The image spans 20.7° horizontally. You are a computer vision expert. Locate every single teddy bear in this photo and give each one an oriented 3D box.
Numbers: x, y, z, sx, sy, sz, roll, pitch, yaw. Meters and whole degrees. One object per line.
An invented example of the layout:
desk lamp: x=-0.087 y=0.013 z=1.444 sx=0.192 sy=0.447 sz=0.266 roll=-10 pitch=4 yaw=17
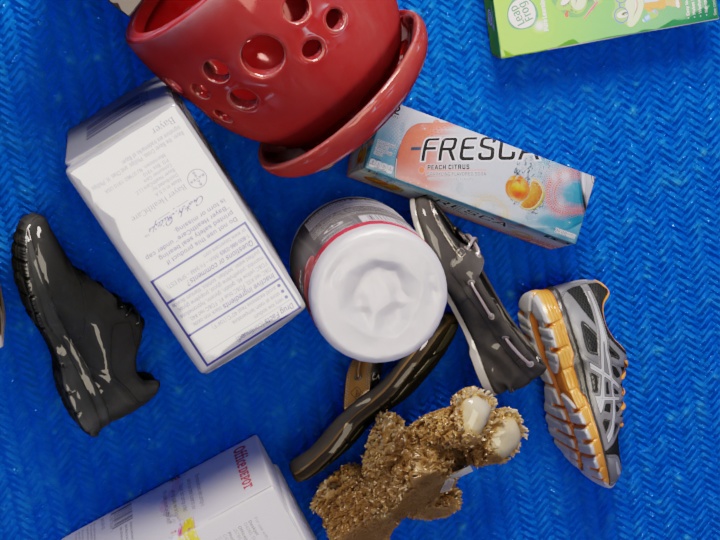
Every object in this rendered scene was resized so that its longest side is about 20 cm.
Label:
teddy bear: x=0.050 y=0.167 z=1.722 sx=0.145 sy=0.067 sz=0.200 roll=13 pitch=131 yaw=-41

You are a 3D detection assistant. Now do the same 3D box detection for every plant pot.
plant pot: x=-0.057 y=-0.192 z=1.580 sx=0.200 sy=0.200 sz=0.182 roll=-46 pitch=113 yaw=3

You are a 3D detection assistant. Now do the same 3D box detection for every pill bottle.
pill bottle: x=0.000 y=0.000 z=1.625 sx=0.111 sy=0.200 sz=0.111 roll=-2 pitch=102 yaw=-9

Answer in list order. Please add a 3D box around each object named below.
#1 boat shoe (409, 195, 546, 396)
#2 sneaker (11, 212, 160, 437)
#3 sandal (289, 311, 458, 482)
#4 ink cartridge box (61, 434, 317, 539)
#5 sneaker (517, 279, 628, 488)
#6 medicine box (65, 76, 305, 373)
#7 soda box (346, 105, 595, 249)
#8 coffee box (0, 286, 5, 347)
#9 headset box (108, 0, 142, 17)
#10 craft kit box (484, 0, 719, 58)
boat shoe: x=0.101 y=0.016 z=1.691 sx=0.057 sy=0.067 sz=0.200 roll=-21 pitch=113 yaw=9
sneaker: x=-0.234 y=0.037 z=1.671 sx=0.091 sy=0.076 sz=0.200 roll=-24 pitch=112 yaw=-13
sandal: x=0.005 y=0.103 z=1.724 sx=0.200 sy=0.082 sz=0.055 roll=-44 pitch=79 yaw=7
ink cartridge box: x=-0.135 y=0.265 z=1.690 sx=0.200 sy=0.147 sz=0.146 roll=-29 pitch=105 yaw=-1
sneaker: x=0.204 y=0.100 z=1.748 sx=0.077 sy=0.078 sz=0.200 roll=-24 pitch=112 yaw=-21
medicine box: x=-0.145 y=-0.042 z=1.602 sx=0.103 sy=0.182 sz=0.200 roll=-32 pitch=105 yaw=0
soda box: x=0.094 y=-0.081 z=1.685 sx=0.200 sy=0.068 sz=0.064 roll=19 pitch=82 yaw=-13
coffee box: x=-0.345 y=-0.039 z=1.607 sx=0.080 sy=0.113 sz=0.200 roll=-10 pitch=104 yaw=-7
headset box: x=-0.154 y=-0.307 z=1.560 sx=0.077 sy=0.149 sz=0.200 roll=38 pitch=94 yaw=-15
craft kit box: x=0.195 y=-0.295 z=1.674 sx=0.197 sy=0.049 sz=0.200 roll=-11 pitch=104 yaw=-4
